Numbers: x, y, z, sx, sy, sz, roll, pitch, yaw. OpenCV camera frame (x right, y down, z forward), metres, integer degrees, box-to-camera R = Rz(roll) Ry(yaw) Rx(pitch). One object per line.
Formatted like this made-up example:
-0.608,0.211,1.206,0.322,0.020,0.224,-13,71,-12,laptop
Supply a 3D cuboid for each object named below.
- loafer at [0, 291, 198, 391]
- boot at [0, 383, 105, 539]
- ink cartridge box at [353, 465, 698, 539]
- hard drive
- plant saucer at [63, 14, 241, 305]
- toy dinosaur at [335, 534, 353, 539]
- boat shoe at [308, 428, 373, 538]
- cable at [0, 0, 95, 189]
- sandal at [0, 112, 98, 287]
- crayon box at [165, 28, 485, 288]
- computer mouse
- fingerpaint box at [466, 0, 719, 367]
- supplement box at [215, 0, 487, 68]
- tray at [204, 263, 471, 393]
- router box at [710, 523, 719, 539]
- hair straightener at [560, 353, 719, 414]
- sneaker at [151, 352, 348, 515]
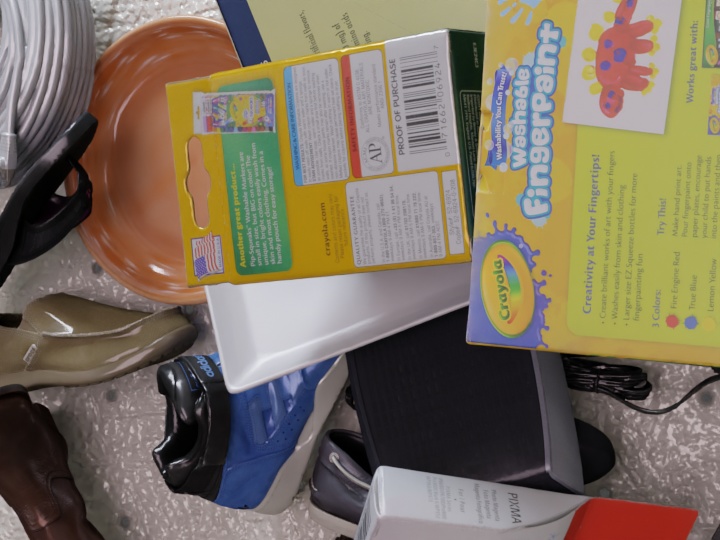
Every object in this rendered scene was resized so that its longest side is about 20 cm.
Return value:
-0.209,0.048,1.199,0.198,0.076,0.068,-12,93,24,loafer
-0.215,0.185,1.152,0.064,0.186,0.202,-28,77,8,boot
0.087,0.199,0.994,0.197,0.057,0.164,11,127,-5,ink cartridge box
0.055,0.057,1.026,0.133,0.042,0.202,-17,64,11,hard drive
-0.120,-0.077,1.176,0.198,0.037,0.203,1,93,25,plant saucer
-0.010,0.209,1.082,0.102,0.198,0.078,-15,71,61,toy dinosaur
0.053,0.151,1.080,0.198,0.072,0.064,11,106,29,boat shoe
-0.274,-0.160,1.209,0.199,0.069,0.202,28,101,36,cable
-0.226,-0.032,1.179,0.048,0.075,0.201,37,122,-1,sandal
-0.016,-0.061,0.964,0.198,0.051,0.127,-5,91,32,crayon box
0.071,0.105,1.069,0.198,0.059,0.034,8,65,35,computer mouse
0.147,-0.056,0.863,0.165,0.073,0.203,4,92,24,fingerpaint box
0.028,-0.179,1.050,0.198,0.134,0.202,-26,80,23,supplement box
0.000,0.000,1.033,0.198,0.022,0.108,-21,60,10,tray
0.293,0.173,0.983,0.156,0.052,0.202,30,104,21,router box
0.134,0.060,1.056,0.198,0.041,0.078,9,70,18,hair straightener
-0.074,0.063,1.109,0.077,0.110,0.202,41,113,56,sneaker
